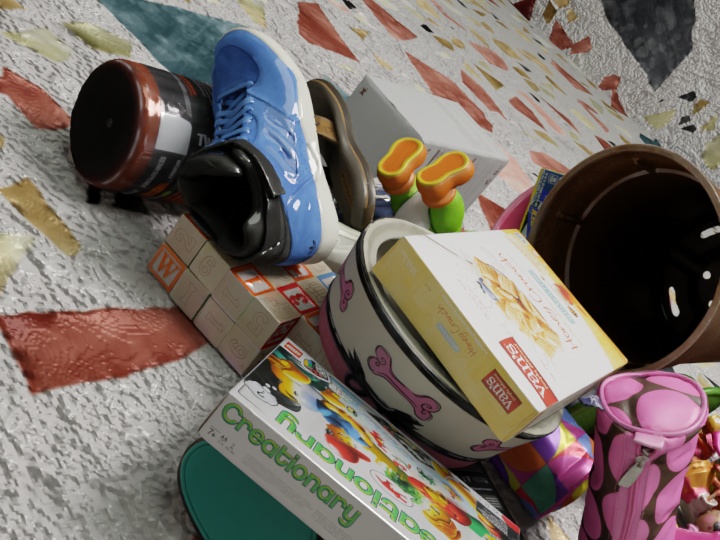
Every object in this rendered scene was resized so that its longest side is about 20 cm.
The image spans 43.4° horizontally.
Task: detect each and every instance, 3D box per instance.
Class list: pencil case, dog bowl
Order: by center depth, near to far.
[{"bbox_3d":[0.054,0.058,0.670,0.200,0.074,0.200,35,27,-21],"label":"dog bowl"},{"bbox_3d":[0.205,0.175,0.684,0.091,0.200,0.094,2,28,9],"label":"pencil case"},{"bbox_3d":[0.123,0.118,0.792,0.200,0.088,0.088,51,28,21],"label":"pencil case"}]

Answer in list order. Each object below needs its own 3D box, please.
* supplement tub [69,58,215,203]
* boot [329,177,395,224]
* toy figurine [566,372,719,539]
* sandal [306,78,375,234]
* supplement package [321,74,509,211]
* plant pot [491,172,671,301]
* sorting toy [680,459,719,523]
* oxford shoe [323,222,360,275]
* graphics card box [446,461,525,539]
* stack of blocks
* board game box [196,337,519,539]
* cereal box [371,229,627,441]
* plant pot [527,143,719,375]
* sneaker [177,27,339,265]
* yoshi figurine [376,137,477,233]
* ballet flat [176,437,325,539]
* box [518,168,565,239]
[{"bbox_3d":[-0.137,-0.108,0.779,0.200,0.107,0.107,6,41,-48],"label":"supplement tub"},{"bbox_3d":[0.013,-0.047,0.937,0.200,0.073,0.090,0,50,-41],"label":"boot"},{"bbox_3d":[0.290,0.208,0.818,0.200,0.150,0.184,2,54,-29],"label":"toy figurine"},{"bbox_3d":[-0.036,-0.110,0.861,0.055,0.082,0.200,-8,53,-15],"label":"sandal"},{"bbox_3d":[0.063,-0.139,1.084,0.200,0.117,0.117,2,45,-53],"label":"supplement package"},{"bbox_3d":[0.269,0.014,1.055,0.179,0.200,0.200,37,21,-41],"label":"plant pot"},{"bbox_3d":[0.368,0.213,0.838,0.036,0.200,0.185,12,28,-12],"label":"sorting toy"},{"bbox_3d":[0.000,0.000,0.815,0.200,0.075,0.058,21,70,-10],"label":"oxford shoe"},{"bbox_3d":[0.068,0.208,0.609,0.125,0.051,0.200,13,37,-42],"label":"graphics card box"},{"bbox_3d":[-0.056,0.039,0.705,0.200,0.059,0.115,47,27,14],"label":"stack of blocks"},{"bbox_3d":[0.008,0.128,0.537,0.200,0.035,0.126,39,14,1],"label":"board game box"},{"bbox_3d":[0.108,0.035,0.652,0.144,0.040,0.200,53,26,16],"label":"cereal box"},{"bbox_3d":[0.291,0.005,0.828,0.198,0.200,0.200,11,38,-40],"label":"plant pot"},{"bbox_3d":[-0.090,-0.098,0.679,0.111,0.077,0.200,-4,75,-56],"label":"sneaker"},{"bbox_3d":[0.090,-0.041,0.894,0.112,0.112,0.200,-90,166,-47],"label":"yoshi figurine"},{"bbox_3d":[-0.026,0.174,0.532,0.200,0.073,0.073,39,25,14],"label":"ballet flat"},{"bbox_3d":[0.193,0.003,0.925,0.070,0.200,0.064,24,10,40],"label":"box"}]
